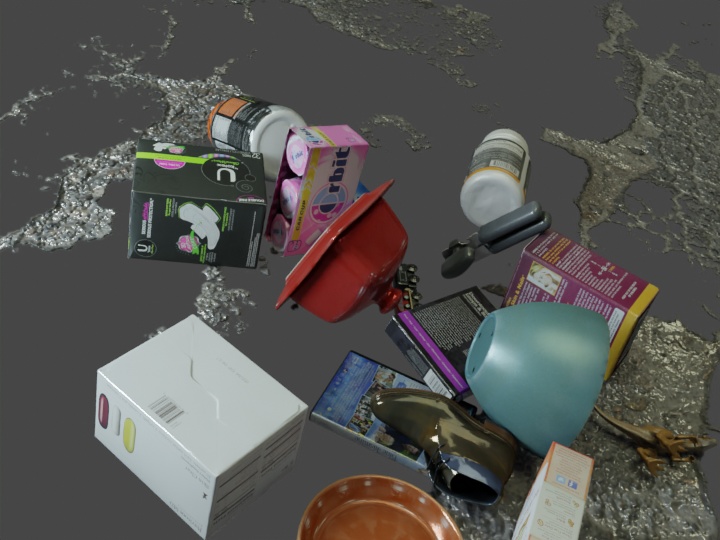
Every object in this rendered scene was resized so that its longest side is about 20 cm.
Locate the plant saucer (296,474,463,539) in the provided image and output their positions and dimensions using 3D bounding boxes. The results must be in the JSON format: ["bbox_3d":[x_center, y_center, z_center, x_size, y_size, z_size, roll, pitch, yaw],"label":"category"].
[{"bbox_3d":[0.023,0.321,1.012,0.195,0.033,0.202,9,37,-7],"label":"plant saucer"}]

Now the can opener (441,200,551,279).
[{"bbox_3d":[0.209,-0.039,1.417,0.053,0.198,0.068,37,45,-29],"label":"can opener"}]

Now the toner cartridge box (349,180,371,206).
[{"bbox_3d":[-0.031,-0.110,1.482,0.042,0.096,0.200,-15,46,-32],"label":"toner cartridge box"}]

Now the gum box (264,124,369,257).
[{"bbox_3d":[-0.072,-0.119,1.398,0.112,0.203,0.066,-10,40,-38],"label":"gum box"}]

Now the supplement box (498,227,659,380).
[{"bbox_3d":[0.331,0.049,1.377,0.198,0.133,0.103,32,39,21],"label":"supplement box"}]

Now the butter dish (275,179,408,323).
[{"bbox_3d":[0.000,0.000,1.312,0.148,0.200,0.199,44,41,0],"label":"butter dish"}]

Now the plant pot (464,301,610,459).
[{"bbox_3d":[0.213,0.124,1.165,0.132,0.202,0.202,22,36,-7],"label":"plant pot"}]

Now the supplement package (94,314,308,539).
[{"bbox_3d":[-0.189,0.177,1.053,0.198,0.113,0.155,34,40,24],"label":"supplement package"}]

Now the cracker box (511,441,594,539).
[{"bbox_3d":[0.199,0.310,0.999,0.057,0.136,0.201,21,37,9],"label":"cracker box"}]

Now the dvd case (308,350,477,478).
[{"bbox_3d":[0.047,0.190,1.194,0.197,0.018,0.143,23,37,11],"label":"dvd case"}]

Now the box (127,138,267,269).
[{"bbox_3d":[-0.250,-0.102,1.373,0.195,0.126,0.150,5,38,-14],"label":"box"}]

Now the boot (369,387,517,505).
[{"bbox_3d":[0.098,0.214,1.104,0.196,0.076,0.097,20,34,2],"label":"boot"}]

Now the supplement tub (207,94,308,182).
[{"bbox_3d":[-0.178,-0.228,1.523,0.120,0.125,0.199,-11,23,-30],"label":"supplement tub"}]

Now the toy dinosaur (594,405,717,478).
[{"bbox_3d":[0.397,0.233,1.244,0.196,0.062,0.106,20,13,-2],"label":"toy dinosaur"}]

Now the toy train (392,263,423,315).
[{"bbox_3d":[0.072,0.058,1.356,0.045,0.035,0.202,5,39,-9],"label":"toy train"}]

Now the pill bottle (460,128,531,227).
[{"bbox_3d":[0.251,-0.171,1.637,0.114,0.118,0.201,18,36,5],"label":"pill bottle"}]

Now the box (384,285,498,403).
[{"bbox_3d":[0.146,0.104,1.286,0.198,0.036,0.144,-17,59,-42],"label":"box"}]
